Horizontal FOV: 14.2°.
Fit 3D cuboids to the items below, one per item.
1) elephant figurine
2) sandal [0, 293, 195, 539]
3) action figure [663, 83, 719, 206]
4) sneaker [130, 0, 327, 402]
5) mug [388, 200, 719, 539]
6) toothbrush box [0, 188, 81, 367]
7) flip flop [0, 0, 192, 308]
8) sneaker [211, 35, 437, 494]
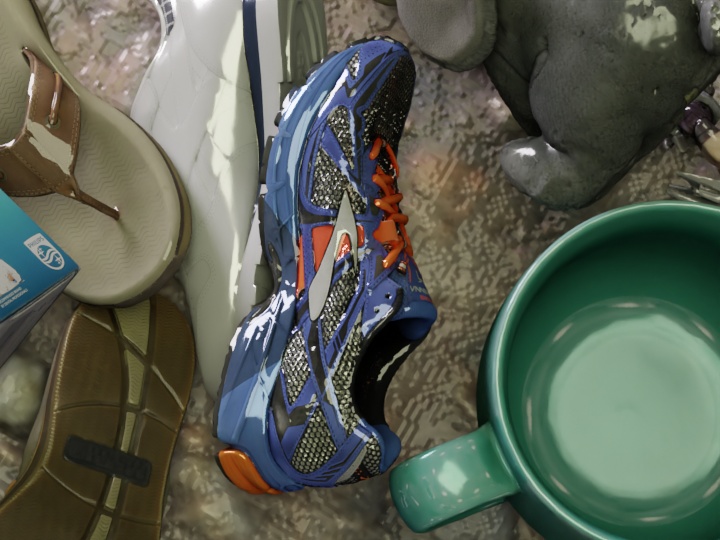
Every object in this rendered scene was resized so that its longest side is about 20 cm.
[{"bbox_3d":[0.059,-0.130,1.222,0.200,0.141,0.155,46,113,5],"label":"elephant figurine"},{"bbox_3d":[-0.124,0.101,1.239,0.080,0.054,0.201,24,62,-14],"label":"sandal"},{"bbox_3d":[0.203,-0.088,1.293,0.129,0.069,0.201,10,83,-10],"label":"action figure"},{"bbox_3d":[-0.060,-0.036,1.266,0.080,0.076,0.201,-1,83,19],"label":"sneaker"},{"bbox_3d":[0.110,0.052,1.234,0.184,0.114,0.153,10,80,-2],"label":"mug"},{"bbox_3d":[-0.241,-0.010,1.197,0.200,0.085,0.147,43,120,3],"label":"toothbrush box"},{"bbox_3d":[-0.148,-0.067,1.243,0.081,0.058,0.200,-38,75,17],"label":"flip flop"},{"bbox_3d":[0.000,0.000,1.213,0.078,0.075,0.201,7,83,25],"label":"sneaker"}]
